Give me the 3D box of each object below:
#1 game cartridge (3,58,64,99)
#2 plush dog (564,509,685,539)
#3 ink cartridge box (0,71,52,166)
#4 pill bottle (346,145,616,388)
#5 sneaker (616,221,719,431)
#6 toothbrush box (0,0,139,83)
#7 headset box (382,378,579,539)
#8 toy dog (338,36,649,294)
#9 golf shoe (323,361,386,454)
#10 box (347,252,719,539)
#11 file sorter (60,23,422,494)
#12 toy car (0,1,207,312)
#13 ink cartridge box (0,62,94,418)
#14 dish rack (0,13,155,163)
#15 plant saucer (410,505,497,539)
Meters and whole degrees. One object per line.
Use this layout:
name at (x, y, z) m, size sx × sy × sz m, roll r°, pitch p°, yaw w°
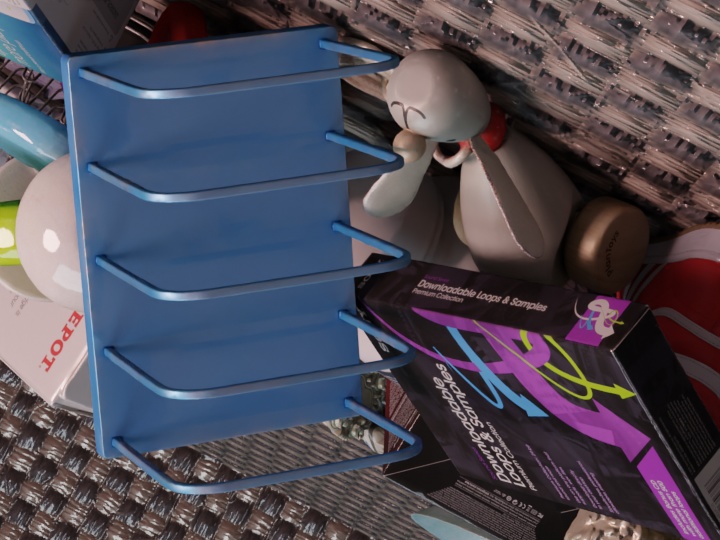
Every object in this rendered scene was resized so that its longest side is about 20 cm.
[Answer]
game cartridge at (-0.113, -0.088, 1.635) m, size 0.200 × 0.038 × 0.130 m, roll 31°, pitch 172°, yaw -22°
plush dog at (0.239, 0.139, 1.605) m, size 0.172 × 0.200 × 0.160 m, roll 38°, pitch -159°, yaw -8°
ink cartridge box at (-0.306, -0.059, 1.697) m, size 0.163 × 0.200 × 0.057 m, roll 34°, pitch -171°, yaw 31°
pill bottle at (0.056, 0.017, 1.500) m, size 0.200 × 0.120 × 0.120 m, roll 34°, pitch 167°, yaw -38°
sneaker at (0.159, 0.044, 1.403) m, size 0.071 × 0.113 × 0.200 m, roll 27°, pitch 169°, yaw -3°
toothbrush box at (-0.214, -0.181, 1.299) m, size 0.200 × 0.085 × 0.146 m, roll 25°, pitch 169°, yaw 14°
headset box at (0.096, 0.103, 1.763) m, size 0.149 × 0.075 × 0.200 m, roll 29°, pitch -163°, yaw -8°
toy dog at (0.058, -0.029, 1.344) m, size 0.200 × 0.096 × 0.132 m, roll 34°, pitch 167°, yaw -33°
golf shoe at (-0.020, 0.093, 2.163) m, size 0.097 × 0.078 × 0.200 m, roll 28°, pitch 170°, yaw 26°
box at (0.093, 0.064, 1.333) m, size 0.200 × 0.036 × 0.143 m, roll 13°, pitch 144°, yaw 50°
file sorter at (-0.052, -0.005, 1.271) m, size 0.139 × 0.200 × 0.123 m, roll -9°, pitch -166°, yaw -20°
toy car at (-0.118, -0.064, 1.406) m, size 0.200 × 0.150 × 0.175 m, roll -14°, pitch -173°, yaw -17°
ink cartridge box at (-0.188, -0.016, 1.692) m, size 0.200 × 0.146 × 0.084 m, roll 39°, pitch -171°, yaw 35°
dish rack at (-0.204, -0.096, 1.558) m, size 0.153 × 0.055 × 0.200 m, roll 27°, pitch 145°, yaw 2°
plant saucer at (0.149, 0.277, 2.712) m, size 0.201 × 0.039 × 0.201 m, roll 26°, pitch 169°, yaw 5°
